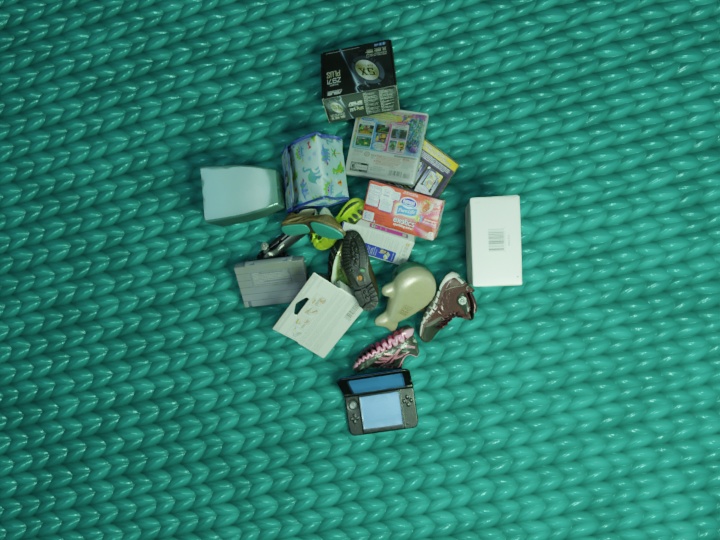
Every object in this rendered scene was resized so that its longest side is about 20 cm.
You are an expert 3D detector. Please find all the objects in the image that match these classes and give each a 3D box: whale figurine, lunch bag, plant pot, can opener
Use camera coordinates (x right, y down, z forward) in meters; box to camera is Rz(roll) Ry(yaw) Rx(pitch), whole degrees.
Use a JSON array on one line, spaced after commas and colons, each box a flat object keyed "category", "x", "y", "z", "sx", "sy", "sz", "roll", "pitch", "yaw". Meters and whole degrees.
[{"category": "whale figurine", "x": 0.110, "y": 0.064, "z": 1.400, "sx": 0.155, "sy": 0.105, "sz": 0.203, "roll": 21, "pitch": 117, "yaw": -31}, {"category": "lunch bag", "x": -0.138, "y": -0.252, "z": 1.404, "sx": 0.195, "sy": 0.125, "sz": 0.178, "roll": -7, "pitch": 88, "yaw": 44}, {"category": "plant pot", "x": -0.307, "y": -0.206, "z": 1.425, "sx": 0.191, "sy": 0.141, "sz": 0.148, "roll": -5, "pitch": 90, "yaw": 3}, {"category": "can opener", "x": -0.204, "y": -0.081, "z": 1.458, "sx": 0.199, "sy": 0.079, "sz": 0.064, "roll": -44, "pitch": 47, "yaw": 2}]

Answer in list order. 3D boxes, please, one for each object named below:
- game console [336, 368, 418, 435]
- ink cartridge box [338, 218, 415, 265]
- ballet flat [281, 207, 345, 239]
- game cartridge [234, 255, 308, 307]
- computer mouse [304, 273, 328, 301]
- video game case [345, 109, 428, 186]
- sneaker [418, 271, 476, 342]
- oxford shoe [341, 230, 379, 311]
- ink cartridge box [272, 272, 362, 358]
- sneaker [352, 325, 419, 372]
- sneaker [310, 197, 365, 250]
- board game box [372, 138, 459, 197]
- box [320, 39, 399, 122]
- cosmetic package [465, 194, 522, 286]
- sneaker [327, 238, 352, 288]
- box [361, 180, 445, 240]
[{"category": "game console", "x": 0.047, "y": 0.348, "z": 1.392, "sx": 0.191, "sy": 0.118, "sz": 0.178, "roll": -9, "pitch": 89, "yaw": 7}, {"category": "ink cartridge box", "x": 0.040, "y": -0.078, "z": 1.390, "sx": 0.192, "sy": 0.096, "sz": 0.038, "roll": 15, "pitch": 49, "yaw": -5}, {"category": "ballet flat", "x": -0.118, "y": -0.128, "z": 1.382, "sx": 0.193, "sy": 0.068, "sz": 0.074, "roll": 4, "pitch": 59, "yaw": 30}, {"category": "game cartridge", "x": -0.236, "y": 0.028, "z": 1.439, "sx": 0.191, "sy": 0.039, "sz": 0.134, "roll": -6, "pitch": 115, "yaw": 7}, {"category": "computer mouse", "x": -0.144, "y": 0.094, "z": 1.429, "sx": 0.057, "sy": 0.034, "sz": 0.204, "roll": 25, "pitch": 113, "yaw": -11}, {"category": "video game case", "x": 0.067, "y": -0.328, "z": 1.380, "sx": 0.192, "sy": 0.024, "sz": 0.190, "roll": 12, "pitch": 87, "yaw": 18}, {"category": "sneaker", "x": 0.230, "y": 0.117, "z": 1.359, "sx": 0.114, "sy": 0.074, "sz": 0.206, "roll": 34, "pitch": 111, "yaw": 33}, {"category": "oxford shoe", "x": 0.000, "y": 0.000, "z": 1.361, "sx": 0.070, "sy": 0.084, "sz": 0.208, "roll": -13, "pitch": 89, "yaw": 11}, {"category": "ink cartridge box", "x": -0.108, "y": 0.111, "z": 1.385, "sx": 0.173, "sy": 0.045, "sz": 0.201, "roll": 32, "pitch": 110, "yaw": -22}, {"category": "sneaker", "x": 0.072, "y": 0.233, "z": 1.417, "sx": 0.195, "sy": 0.079, "sz": 0.098, "roll": -29, "pitch": 98, "yaw": 7}, {"category": "sneaker", "x": -0.052, "y": -0.118, "z": 1.425, "sx": 0.197, "sy": 0.083, "sz": 0.076, "roll": -33, "pitch": 80, "yaw": 25}, {"category": "board game box", "x": 0.139, "y": -0.264, "z": 1.410, "sx": 0.197, "sy": 0.057, "sz": 0.168, "roll": 36, "pitch": 92, "yaw": 6}, {"category": "box", "x": -0.002, "y": -0.493, "z": 1.380, "sx": 0.191, "sy": 0.087, "sz": 0.170, "roll": -7, "pitch": 63, "yaw": 7}, {"category": "cosmetic package", "x": 0.324, "y": -0.068, "z": 1.316, "sx": 0.118, "sy": 0.200, "sz": 0.209, "roll": -2, "pitch": 90, "yaw": 9}, {"category": "sneaker", "x": -0.043, "y": 0.011, "z": 1.416, "sx": 0.085, "sy": 0.078, "sz": 0.207, "roll": -1, "pitch": 117, "yaw": -14}, {"category": "box", "x": 0.109, "y": -0.154, "z": 1.340, "sx": 0.193, "sy": 0.095, "sz": 0.104, "roll": 17, "pitch": 103, "yaw": 11}]
